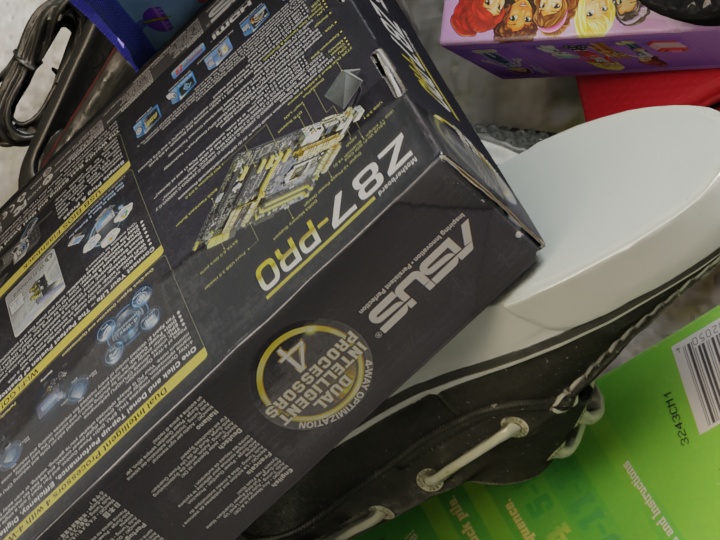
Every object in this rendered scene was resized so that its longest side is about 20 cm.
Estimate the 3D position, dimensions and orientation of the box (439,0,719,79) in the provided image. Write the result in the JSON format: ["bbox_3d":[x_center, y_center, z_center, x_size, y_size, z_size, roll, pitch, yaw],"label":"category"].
[{"bbox_3d":[0.121,-0.127,0.747,0.200,0.039,0.137,-1,77,35],"label":"box"}]

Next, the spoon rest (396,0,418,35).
[{"bbox_3d":[-0.010,-0.174,0.874,0.099,0.061,0.200,-7,74,4],"label":"spoon rest"}]

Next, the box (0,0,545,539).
[{"bbox_3d":[-0.056,0.010,0.748,0.200,0.049,0.161,-44,29,10],"label":"box"}]

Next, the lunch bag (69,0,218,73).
[{"bbox_3d":[-0.051,-0.158,0.738,0.151,0.200,0.094,-44,77,-4],"label":"lunch bag"}]

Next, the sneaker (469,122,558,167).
[{"bbox_3d":[0.000,0.000,0.827,0.200,0.074,0.080,-11,76,49],"label":"sneaker"}]

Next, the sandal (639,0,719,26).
[{"bbox_3d":[0.105,-0.165,0.725,0.075,0.045,0.201,8,96,42],"label":"sandal"}]

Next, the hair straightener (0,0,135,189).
[{"bbox_3d":[-0.092,-0.085,0.956,0.077,0.041,0.200,44,113,40],"label":"hair straightener"}]

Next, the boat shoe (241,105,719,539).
[{"bbox_3d":[0.034,0.021,0.736,0.200,0.064,0.071,-29,27,33],"label":"boat shoe"}]

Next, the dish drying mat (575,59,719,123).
[{"bbox_3d":[0.083,-0.134,0.817,0.077,0.018,0.200,-27,63,34],"label":"dish drying mat"}]

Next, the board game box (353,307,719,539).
[{"bbox_3d":[0.062,0.088,0.760,0.200,0.030,0.096,-32,58,29],"label":"board game box"}]
